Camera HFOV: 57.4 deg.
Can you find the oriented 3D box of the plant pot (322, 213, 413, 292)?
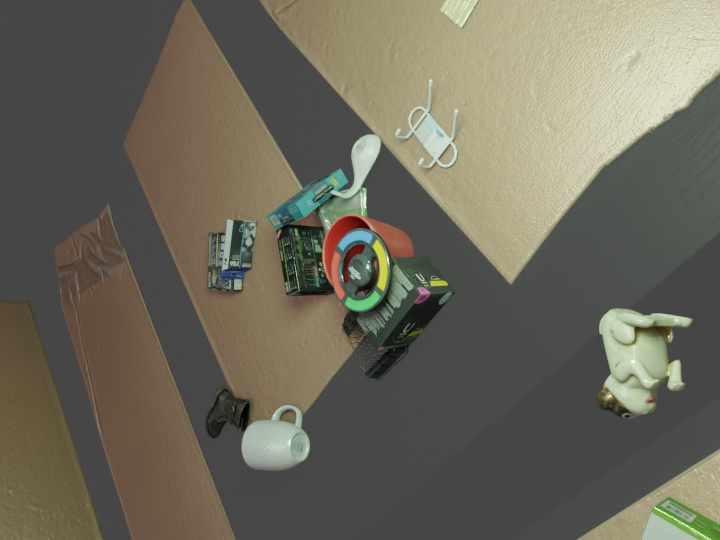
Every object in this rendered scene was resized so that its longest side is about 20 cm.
[{"bbox_3d":[0.030,-0.041,1.688,0.199,0.176,0.203,-1,88,45],"label":"plant pot"}]

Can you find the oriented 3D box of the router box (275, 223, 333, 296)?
[{"bbox_3d":[-0.154,-0.029,1.890,0.062,0.149,0.202,-20,75,42],"label":"router box"}]

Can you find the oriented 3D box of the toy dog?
[{"bbox_3d":[0.510,0.179,1.242,0.193,0.138,0.202,10,96,57],"label":"toy dog"}]

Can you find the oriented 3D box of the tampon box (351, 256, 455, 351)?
[{"bbox_3d":[0.105,0.080,1.628,0.127,0.149,0.201,52,124,27],"label":"tampon box"}]

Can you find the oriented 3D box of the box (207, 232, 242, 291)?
[{"bbox_3d":[-0.468,-0.031,2.273,0.160,0.049,0.202,3,92,43],"label":"box"}]

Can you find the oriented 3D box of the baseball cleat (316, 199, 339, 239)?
[{"bbox_3d":[-0.088,-0.096,1.850,0.106,0.069,0.201,-45,60,37],"label":"baseball cleat"}]

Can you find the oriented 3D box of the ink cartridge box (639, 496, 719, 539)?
[{"bbox_3d":[0.586,0.548,1.204,0.147,0.075,0.202,25,108,41],"label":"ink cartridge box"}]

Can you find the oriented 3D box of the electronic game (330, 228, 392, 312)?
[{"bbox_3d":[0.000,0.000,1.565,0.199,0.041,0.202,0,90,44],"label":"electronic game"}]

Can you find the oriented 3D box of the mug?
[{"bbox_3d":[-0.239,0.505,1.992,0.174,0.148,0.201,-9,53,36],"label":"mug"}]

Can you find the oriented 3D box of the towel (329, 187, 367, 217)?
[{"bbox_3d":[-0.032,-0.128,1.860,0.148,0.031,0.202,-2,90,47],"label":"towel"}]

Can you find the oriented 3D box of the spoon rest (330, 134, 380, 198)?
[{"bbox_3d":[-0.007,-0.282,1.797,0.099,0.060,0.201,24,83,48],"label":"spoon rest"}]

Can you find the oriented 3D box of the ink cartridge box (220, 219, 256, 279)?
[{"bbox_3d":[-0.402,-0.066,2.173,0.039,0.099,0.202,16,102,42],"label":"ink cartridge box"}]

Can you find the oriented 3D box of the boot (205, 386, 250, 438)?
[{"bbox_3d":[-0.447,0.506,2.234,0.173,0.069,0.202,22,103,43],"label":"boot"}]

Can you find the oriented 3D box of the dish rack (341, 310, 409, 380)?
[{"bbox_3d":[0.031,0.177,1.774,0.154,0.054,0.201,-49,56,31],"label":"dish rack"}]

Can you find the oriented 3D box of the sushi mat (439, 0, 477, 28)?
[{"bbox_3d":[0.266,-0.692,1.573,0.096,0.012,0.201,50,122,32],"label":"sushi mat"}]

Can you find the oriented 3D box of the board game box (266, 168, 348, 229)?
[{"bbox_3d":[-0.148,-0.200,1.847,0.150,0.200,0.047,-15,113,50],"label":"board game box"}]

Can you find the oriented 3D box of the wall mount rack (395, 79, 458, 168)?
[{"bbox_3d":[0.175,-0.356,1.618,0.174,0.074,0.201,-52,57,31],"label":"wall mount rack"}]
